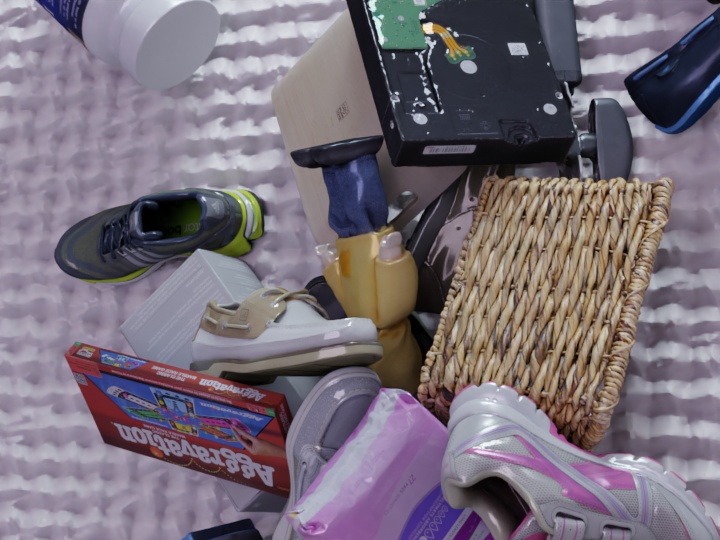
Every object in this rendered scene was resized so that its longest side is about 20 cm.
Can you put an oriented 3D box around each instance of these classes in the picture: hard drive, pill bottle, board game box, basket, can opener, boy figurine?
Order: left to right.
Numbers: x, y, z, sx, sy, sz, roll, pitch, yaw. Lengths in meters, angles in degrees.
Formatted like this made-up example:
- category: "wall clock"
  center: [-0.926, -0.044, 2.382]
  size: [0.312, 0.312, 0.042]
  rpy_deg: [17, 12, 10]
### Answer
- category: "pill bottle"
  center: [-0.221, -0.254, 1.375]
  size: [0.200, 0.116, 0.116]
  rpy_deg: [43, 101, 26]
- category: "board game box"
  center: [-0.132, 0.116, 1.192]
  size: [0.200, 0.103, 0.019]
  rpy_deg: [11, 47, 30]
- category: "boy figurine"
  center: [0.000, 0.000, 1.164]
  size: [0.124, 0.064, 0.200]
  rpy_deg: [6, 107, 61]
- category: "hard drive"
  center: [0.070, -0.166, 1.173]
  size: [0.139, 0.038, 0.200]
  rpy_deg: [-4, 57, -18]
- category: "basket"
  center: [0.151, 0.045, 1.112]
  size: [0.149, 0.143, 0.200]
  rpy_deg: [3, 59, 28]
- category: "can opener"
  center: [0.170, -0.155, 1.210]
  size: [0.067, 0.053, 0.200]
  rpy_deg: [-3, 78, -7]

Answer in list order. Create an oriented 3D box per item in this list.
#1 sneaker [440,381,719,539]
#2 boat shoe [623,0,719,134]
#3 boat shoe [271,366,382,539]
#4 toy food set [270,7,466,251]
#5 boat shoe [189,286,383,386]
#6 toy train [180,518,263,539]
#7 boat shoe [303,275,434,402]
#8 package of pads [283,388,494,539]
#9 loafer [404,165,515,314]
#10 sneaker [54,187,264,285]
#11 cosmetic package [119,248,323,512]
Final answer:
- category: "sneaker"
  center: [0.134, 0.158, 0.997]
  size: [0.200, 0.088, 0.081]
  rpy_deg: [26, 138, 8]
- category: "boat shoe"
  center: [0.273, -0.192, 1.136]
  size: [0.069, 0.084, 0.200]
  rpy_deg: [45, 99, 14]
- category: "boat shoe"
  center: [-0.017, 0.164, 1.131]
  size: [0.065, 0.074, 0.202]
  rpy_deg: [45, 126, 48]
- category: "toy food set"
  center: [0.008, -0.121, 1.245]
  size: [0.143, 0.060, 0.200]
  rpy_deg: [-42, 52, 33]
- category: "boat shoe"
  center: [-0.062, 0.045, 1.146]
  size: [0.200, 0.075, 0.069]
  rpy_deg: [-10, 76, 46]
- category: "toy train"
  center: [-0.100, 0.300, 1.221]
  size: [0.114, 0.087, 0.200]
  rpy_deg: [-46, 62, 39]
- category: "boat shoe"
  center: [0.017, 0.066, 1.228]
  size: [0.075, 0.066, 0.199]
  rpy_deg: [-49, 65, 10]
- category: "package of pads"
  center: [0.055, 0.188, 1.075]
  size: [0.121, 0.200, 0.076]
  rpy_deg: [-51, 20, -12]
- category: "loafer"
  center: [0.090, -0.052, 1.220]
  size: [0.070, 0.075, 0.200]
  rpy_deg: [26, 94, -3]
- category: "sneaker"
  center: [-0.187, -0.037, 1.339]
  size: [0.200, 0.081, 0.074]
  rpy_deg: [-15, 75, 24]
- category: "cosmetic package"
  center: [-0.097, 0.091, 1.272]
  size: [0.107, 0.090, 0.200]
  rpy_deg: [-42, 69, 15]
